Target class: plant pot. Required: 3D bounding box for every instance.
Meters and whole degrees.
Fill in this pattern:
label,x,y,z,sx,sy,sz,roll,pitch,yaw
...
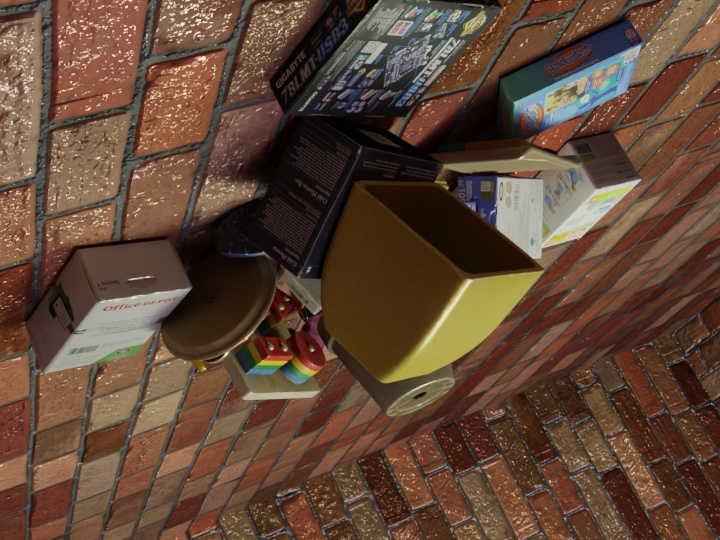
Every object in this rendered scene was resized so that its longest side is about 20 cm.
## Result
label,x,y,z,sx,sy,sz,roll,pitch,yaw
plant pot,0.066,0.026,1.359,0.194,0.195,0.200,-5,130,-54
plant pot,0.058,0.123,1.702,0.200,0.174,0.200,-23,158,-10

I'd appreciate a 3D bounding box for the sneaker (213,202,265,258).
label,x,y,z,sx,sy,sz,roll,pitch,yaw
sneaker,-0.108,-0.059,1.523,0.200,0.075,0.078,-18,163,-20

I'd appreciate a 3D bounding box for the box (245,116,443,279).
label,x,y,z,sx,sy,sz,roll,pitch,yaw
box,-0.019,-0.090,1.404,0.200,0.104,0.182,4,117,-56

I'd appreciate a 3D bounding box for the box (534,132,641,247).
label,x,y,z,sx,sy,sz,roll,pitch,yaw
box,0.373,-0.137,1.916,0.112,0.101,0.200,-14,158,-32

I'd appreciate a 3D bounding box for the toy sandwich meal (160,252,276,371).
label,x,y,z,sx,sy,sz,roll,pitch,yaw
toy sandwich meal,-0.189,0.051,1.521,0.205,0.205,0.070,-30,133,9

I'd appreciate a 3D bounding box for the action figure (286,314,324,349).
label,x,y,z,sx,sy,sz,roll,pitch,yaw
action figure,-0.066,0.101,1.910,0.134,0.149,0.200,-16,146,-45

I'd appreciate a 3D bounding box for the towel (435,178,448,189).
label,x,y,z,sx,sy,sz,roll,pitch,yaw
towel,0.048,-0.047,1.557,0.144,0.200,0.023,8,-178,-26

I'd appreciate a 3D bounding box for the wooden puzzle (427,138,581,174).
label,x,y,z,sx,sy,sz,roll,pitch,yaw
wooden puzzle,0.203,-0.167,1.610,0.185,0.037,0.200,0,-179,34

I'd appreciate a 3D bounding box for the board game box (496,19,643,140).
label,x,y,z,sx,sy,sz,roll,pitch,yaw
board game box,0.293,-0.263,1.560,0.200,0.045,0.152,-26,162,-4

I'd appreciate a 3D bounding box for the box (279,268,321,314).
label,x,y,z,sx,sy,sz,roll,pitch,yaw
box,-0.019,-0.033,1.588,0.200,0.082,0.068,-42,179,-16

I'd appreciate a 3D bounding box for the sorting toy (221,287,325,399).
label,x,y,z,sx,sy,sz,roll,pitch,yaw
sorting toy,-0.145,0.093,1.676,0.070,0.200,0.199,-39,159,20

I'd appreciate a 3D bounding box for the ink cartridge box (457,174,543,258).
label,x,y,z,sx,sy,sz,roll,pitch,yaw
ink cartridge box,0.217,-0.084,1.754,0.076,0.137,0.200,3,-175,33

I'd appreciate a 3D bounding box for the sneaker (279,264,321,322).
label,x,y,z,sx,sy,sz,roll,pitch,yaw
sneaker,-0.079,0.008,1.673,0.078,0.112,0.200,-26,161,-5

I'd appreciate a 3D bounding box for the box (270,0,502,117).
label,x,y,z,sx,sy,sz,roll,pitch,yaw
box,0.029,-0.250,1.232,0.198,0.050,0.200,-9,154,-44

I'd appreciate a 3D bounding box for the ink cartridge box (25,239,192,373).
label,x,y,z,sx,sy,sz,roll,pitch,yaw
ink cartridge box,-0.339,0.047,1.469,0.146,0.084,0.200,-9,154,-43

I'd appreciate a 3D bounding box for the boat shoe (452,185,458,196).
label,x,y,z,sx,sy,sz,roll,pitch,yaw
boat shoe,0.165,-0.050,1.812,0.074,0.068,0.199,-10,127,-46
